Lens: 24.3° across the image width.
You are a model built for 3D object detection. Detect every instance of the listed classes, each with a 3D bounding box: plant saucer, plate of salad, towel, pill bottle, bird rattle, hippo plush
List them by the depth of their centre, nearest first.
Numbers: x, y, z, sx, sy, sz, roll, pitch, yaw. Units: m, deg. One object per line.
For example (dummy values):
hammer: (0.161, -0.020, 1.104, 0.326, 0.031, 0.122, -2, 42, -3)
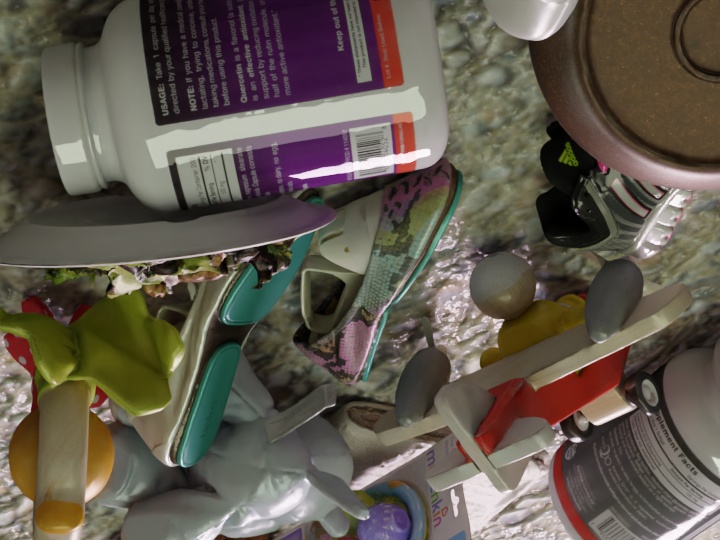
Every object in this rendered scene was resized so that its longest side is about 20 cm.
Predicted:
pill bottle: (-0.059, -0.094, 0.865, 0.198, 0.113, 0.113, -9, 144, -2)
plant saucer: (0.187, -0.128, 0.875, 0.198, 0.035, 0.202, 0, 117, 1)
plate of salad: (-0.111, -0.013, 0.918, 0.198, 0.200, 0.049, -6, 100, -7)
bird rattle: (-0.185, 0.086, 1.002, 0.112, 0.165, 0.200, 8, 166, -20)
hippo plush: (-0.074, 0.113, 1.146, 0.199, 0.161, 0.161, -20, 169, 20)
pill bottle: (0.241, 0.129, 1.234, 0.115, 0.117, 0.200, 18, 134, -33)
towel: (0.038, 0.161, 1.292, 0.199, 0.035, 0.133, 14, 136, -30)

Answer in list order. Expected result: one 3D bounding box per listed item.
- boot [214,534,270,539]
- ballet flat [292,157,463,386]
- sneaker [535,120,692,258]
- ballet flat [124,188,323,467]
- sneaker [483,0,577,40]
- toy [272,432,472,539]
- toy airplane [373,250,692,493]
boot: (-0.154, 0.269, 1.357, 0.200, 0.074, 0.154, -44, 135, 20)
ballet flat: (0.000, 0.000, 1.052, 0.071, 0.069, 0.201, 19, 138, -6)
sneaker: (0.152, -0.074, 0.978, 0.087, 0.074, 0.201, -6, 147, -13)
ballet flat: (-0.093, 0.025, 1.034, 0.069, 0.069, 0.201, 18, 105, -33)
sneaker: (0.059, -0.181, 0.792, 0.085, 0.072, 0.201, -45, 145, -29)
toy: (-0.009, 0.201, 1.213, 0.047, 0.116, 0.200, 28, 129, -34)
toy airplane: (0.103, 0.058, 1.086, 0.199, 0.142, 0.199, -23, 176, -6)
